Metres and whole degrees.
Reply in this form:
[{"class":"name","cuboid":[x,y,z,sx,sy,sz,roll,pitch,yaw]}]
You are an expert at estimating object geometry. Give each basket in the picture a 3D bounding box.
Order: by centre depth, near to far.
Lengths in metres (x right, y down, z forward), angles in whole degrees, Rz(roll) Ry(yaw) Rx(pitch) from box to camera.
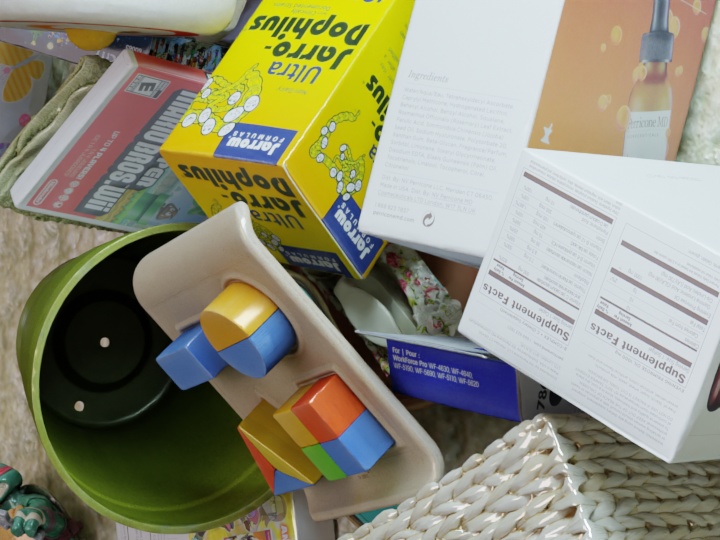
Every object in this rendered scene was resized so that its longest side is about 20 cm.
[{"class":"basket","cuboid":[0.119,0.190,1.277,0.198,0.200,0.161,-35,65,36]}]

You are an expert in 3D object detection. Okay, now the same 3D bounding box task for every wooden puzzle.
[{"class":"wooden puzzle","cuboid":[-0.055,0.067,1.338,0.200,0.046,0.185,53,154,-6]}]

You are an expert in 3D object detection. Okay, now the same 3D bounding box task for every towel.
[{"class":"towel","cuboid":[-0.144,-0.076,1.516,0.148,0.200,0.037,-45,51,33]}]

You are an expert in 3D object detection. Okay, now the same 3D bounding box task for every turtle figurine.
[{"class":"turtle figurine","cuboid":[-0.250,0.213,1.676,0.200,0.101,0.150,54,139,11]}]

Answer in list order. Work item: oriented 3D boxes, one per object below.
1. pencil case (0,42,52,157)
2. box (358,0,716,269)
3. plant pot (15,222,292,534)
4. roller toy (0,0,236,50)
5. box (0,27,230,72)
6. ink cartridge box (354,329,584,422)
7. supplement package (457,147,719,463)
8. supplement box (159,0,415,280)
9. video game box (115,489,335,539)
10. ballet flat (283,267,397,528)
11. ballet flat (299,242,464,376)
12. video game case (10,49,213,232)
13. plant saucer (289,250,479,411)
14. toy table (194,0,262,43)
[{"class":"pencil case","cuboid":[-0.279,-0.163,1.718,0.091,0.083,0.201,20,102,55]},{"class":"box","cuboid":[0.105,-0.096,1.303,0.106,0.152,0.201,14,89,41]},{"class":"plant pot","cuboid":[-0.148,0.059,1.521,0.193,0.200,0.201,-164,79,-66]},{"class":"roller toy","cuboid":[-0.166,-0.206,1.392,0.200,0.182,0.140,6,94,43]},{"class":"box","cuboid":[-0.208,-0.169,1.572,0.199,0.137,0.038,18,96,18]},{"class":"ink cartridge box","cuboid":[0.094,0.062,1.299,0.099,0.200,0.039,11,93,42]},{"class":"supplement package","cuboid":[0.184,0.018,1.217,0.156,0.200,0.111,32,110,38]},{"class":"supplement box","cuboid":[-0.012,-0.109,1.393,0.109,0.110,0.200,9,57,41]},{"class":"video game box","cuboid":[-0.090,0.243,1.566,0.182,0.047,0.201,-12,82,43]},{"class":"ballet flat","cuboid":[-0.021,0.079,1.439,0.201,0.068,0.063,65,165,-22]},{"class":"ballet flat","cuboid":[0.000,0.000,1.427,0.200,0.064,0.076,45,118,34]},{"class":"video game case","cuboid":[-0.112,-0.074,1.487,0.143,0.200,0.017,-46,51,31]},{"class":"plant saucer","cuboid":[0.027,-0.008,1.470,0.200,0.037,0.201,-2,87,42]},{"class":"toy table","cuboid":[-0.093,-0.236,1.528,0.200,0.117,0.184,-48,60,32]}]
